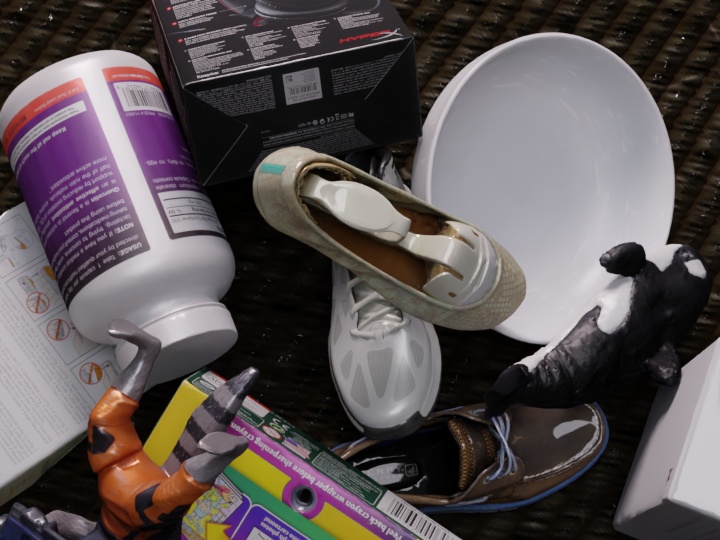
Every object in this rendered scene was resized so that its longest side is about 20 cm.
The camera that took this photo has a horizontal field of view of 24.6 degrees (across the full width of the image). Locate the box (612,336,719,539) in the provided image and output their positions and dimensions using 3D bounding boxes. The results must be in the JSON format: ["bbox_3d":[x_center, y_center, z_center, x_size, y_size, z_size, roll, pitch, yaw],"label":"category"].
[{"bbox_3d":[0.280,0.141,1.034,0.199,0.152,0.107,22,74,1],"label":"box"}]

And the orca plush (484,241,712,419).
[{"bbox_3d":[0.170,0.045,1.045,0.071,0.106,0.199,30,32,36],"label":"orca plush"}]

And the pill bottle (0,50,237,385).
[{"bbox_3d":[-0.151,-0.032,1.063,0.112,0.113,0.201,-21,73,-10],"label":"pill bottle"}]

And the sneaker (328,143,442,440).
[{"bbox_3d":[0.000,0.000,1.046,0.075,0.116,0.202,-12,57,11],"label":"sneaker"}]

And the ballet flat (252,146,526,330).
[{"bbox_3d":[0.026,-0.014,0.983,0.199,0.062,0.068,23,80,-24],"label":"ballet flat"}]

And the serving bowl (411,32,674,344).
[{"bbox_3d":[0.112,-0.055,1.098,0.198,0.066,0.202,-3,95,-29],"label":"serving bowl"}]

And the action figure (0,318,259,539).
[{"bbox_3d":[-0.105,0.155,0.927,0.199,0.195,0.104,36,31,28],"label":"action figure"}]

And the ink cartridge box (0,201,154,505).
[{"bbox_3d":[-0.239,0.057,1.083,0.199,0.050,0.163,-33,78,-31],"label":"ink cartridge box"}]

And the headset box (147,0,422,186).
[{"bbox_3d":[-0.057,-0.150,1.087,0.147,0.076,0.200,-13,36,-9],"label":"headset box"}]

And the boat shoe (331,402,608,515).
[{"bbox_3d":[0.070,0.122,1.063,0.198,0.072,0.073,-16,77,-8],"label":"boat shoe"}]

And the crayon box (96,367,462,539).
[{"bbox_3d":[-0.064,0.188,1.010,0.199,0.058,0.173,33,100,5],"label":"crayon box"}]
